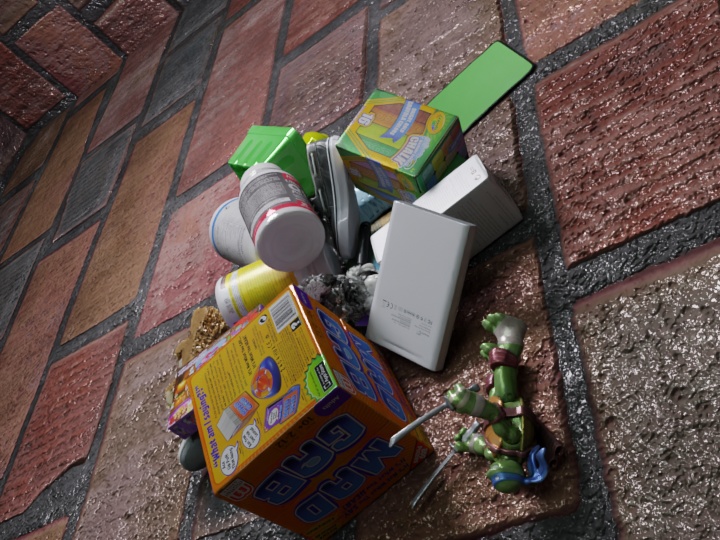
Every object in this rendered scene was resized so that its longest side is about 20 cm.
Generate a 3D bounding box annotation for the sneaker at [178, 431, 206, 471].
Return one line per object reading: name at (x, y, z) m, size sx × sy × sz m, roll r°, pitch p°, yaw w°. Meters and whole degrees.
sneaker at (-0.197, 0.259, 1.231) m, size 0.200 × 0.084 × 0.121 m, roll -45°, pitch 24°, yaw 4°

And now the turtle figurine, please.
turtle figurine at (0.123, 0.152, 0.915) m, size 0.200 × 0.144 × 0.194 m, roll -15°, pitch 42°, yaw 35°

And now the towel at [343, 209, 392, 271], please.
towel at (0.059, -0.048, 1.294) m, size 0.200 × 0.022 × 0.147 m, roll -37°, pitch 37°, yaw 15°

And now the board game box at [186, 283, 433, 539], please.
board game box at (-0.069, 0.185, 1.032) m, size 0.200 × 0.200 × 0.200 m, roll -42°, pitch 40°, yaw 10°

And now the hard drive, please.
hard drive at (0.078, 0.018, 1.086) m, size 0.132 × 0.026 × 0.200 m, roll 23°, pitch 107°, yaw 40°

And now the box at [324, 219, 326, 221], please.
box at (0.016, -0.150, 1.426) m, size 0.200 × 0.041 × 0.039 m, roll -41°, pitch 35°, yaw 13°

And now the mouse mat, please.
mouse mat at (0.199, -0.315, 1.411) m, size 0.200 × 0.008 × 0.161 m, roll -41°, pitch 35°, yaw 10°

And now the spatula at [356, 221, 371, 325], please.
spatula at (0.000, 0.000, 1.263) m, size 0.056 × 0.021 × 0.200 m, roll -2°, pitch 51°, yaw 10°

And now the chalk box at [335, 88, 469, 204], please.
chalk box at (0.086, -0.172, 1.237) m, size 0.200 × 0.124 × 0.125 m, roll 24°, pitch 71°, yaw 29°

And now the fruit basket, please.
fruit basket at (-0.118, -0.215, 1.512) m, size 0.215 × 0.156 × 0.216 m, roll -26°, pitch 29°, yaw 15°

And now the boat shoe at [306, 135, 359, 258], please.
boat shoe at (-0.047, -0.117, 1.307) m, size 0.071 × 0.200 × 0.072 m, roll -4°, pitch 9°, yaw 15°

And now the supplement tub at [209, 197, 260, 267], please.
supplement tub at (-0.184, -0.062, 1.483) m, size 0.200 × 0.132 × 0.132 m, roll 18°, pitch 71°, yaw 53°

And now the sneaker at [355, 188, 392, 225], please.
sneaker at (0.038, -0.133, 1.343) m, size 0.200 × 0.074 × 0.082 m, roll -48°, pitch 20°, yaw 2°

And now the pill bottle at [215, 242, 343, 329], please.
pill bottle at (-0.132, 0.026, 1.338) m, size 0.200 × 0.109 × 0.109 m, roll -23°, pitch 39°, yaw 13°

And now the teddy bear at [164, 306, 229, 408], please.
teddy bear at (-0.289, 0.166, 1.449) m, size 0.145 × 0.067 × 0.200 m, roll -28°, pitch 44°, yaw 42°

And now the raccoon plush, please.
raccoon plush at (-0.053, 0.041, 1.191) m, size 0.200 × 0.097 × 0.134 m, roll -5°, pitch 11°, yaw 31°

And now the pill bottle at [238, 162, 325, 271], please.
pill bottle at (-0.135, -0.094, 1.292) m, size 0.111 × 0.111 × 0.200 m, roll -43°, pitch 38°, yaw 9°

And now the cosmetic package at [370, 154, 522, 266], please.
cosmetic package at (0.123, -0.061, 1.164) m, size 0.200 × 0.102 × 0.074 m, roll -36°, pitch 35°, yaw 16°

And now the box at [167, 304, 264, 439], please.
box at (-0.216, 0.157, 1.257) m, size 0.200 × 0.039 × 0.137 m, roll -38°, pitch 29°, yaw 19°
